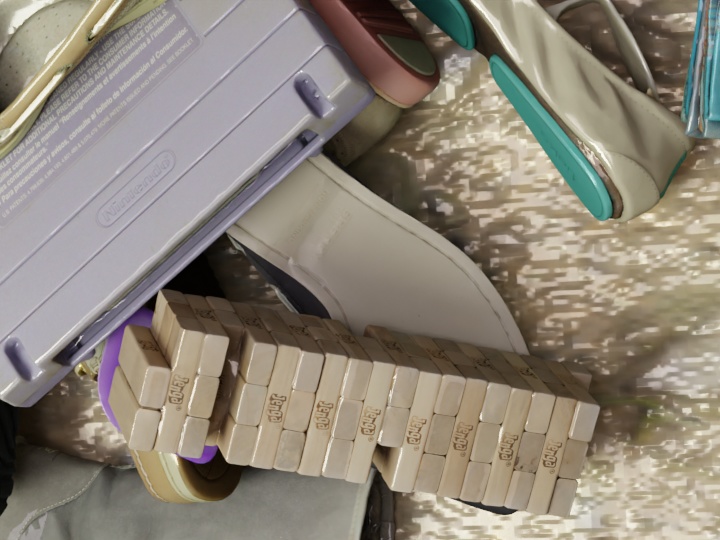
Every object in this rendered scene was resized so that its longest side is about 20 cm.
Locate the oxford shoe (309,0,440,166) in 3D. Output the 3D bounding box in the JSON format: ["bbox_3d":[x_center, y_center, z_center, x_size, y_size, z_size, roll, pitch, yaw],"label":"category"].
[{"bbox_3d":[-0.057,-0.129,1.063,0.200,0.071,0.074,48,112,12],"label":"oxford shoe"}]

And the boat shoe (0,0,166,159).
[{"bbox_3d":[-0.144,-0.095,0.976,0.200,0.063,0.073,-34,86,12],"label":"boat shoe"}]

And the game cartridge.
[{"bbox_3d":[-0.102,-0.055,1.008,0.200,0.038,0.130,-41,60,12],"label":"game cartridge"}]

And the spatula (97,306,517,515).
[{"bbox_3d":[-0.019,0.070,1.038,0.199,0.021,0.057,19,65,-14],"label":"spatula"}]

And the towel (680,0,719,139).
[{"bbox_3d":[0.231,-0.117,0.957,0.198,0.022,0.148,5,95,-8],"label":"towel"}]

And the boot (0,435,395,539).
[{"bbox_3d":[-0.089,0.162,1.092,0.199,0.073,0.183,8,94,10],"label":"boot"}]

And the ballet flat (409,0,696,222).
[{"bbox_3d":[0.068,-0.109,1.033,0.069,0.069,0.200,-42,83,15],"label":"ballet flat"}]

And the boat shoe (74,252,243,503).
[{"bbox_3d":[-0.104,0.014,1.081,0.066,0.074,0.201,-25,68,27],"label":"boat shoe"}]

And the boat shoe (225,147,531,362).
[{"bbox_3d":[0.000,0.000,1.055,0.200,0.063,0.073,43,91,-9],"label":"boat shoe"}]

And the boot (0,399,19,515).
[{"bbox_3d":[-0.231,0.032,1.116,0.167,0.076,0.202,-9,68,32],"label":"boot"}]

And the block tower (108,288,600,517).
[{"bbox_3d":[0.002,0.055,0.997,0.199,0.058,0.054,10,105,-18],"label":"block tower"}]
